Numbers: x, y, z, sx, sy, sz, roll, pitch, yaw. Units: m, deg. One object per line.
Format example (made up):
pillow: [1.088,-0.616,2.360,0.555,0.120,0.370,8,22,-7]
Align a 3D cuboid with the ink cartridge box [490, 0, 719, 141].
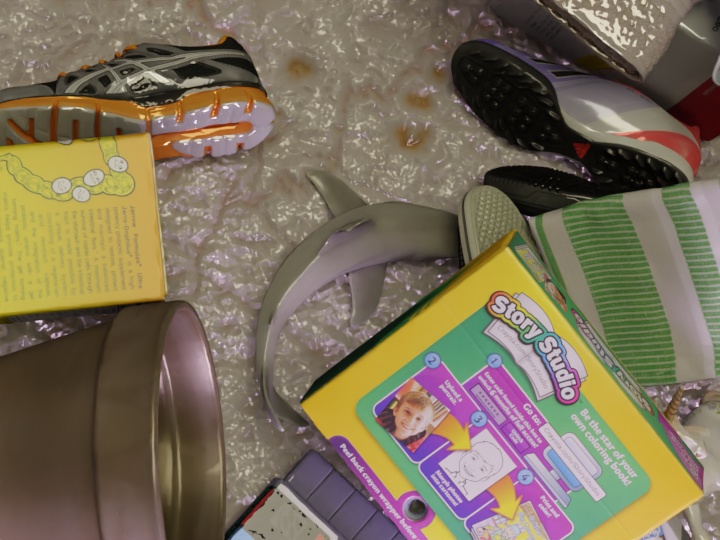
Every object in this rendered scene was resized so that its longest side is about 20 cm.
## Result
ink cartridge box: [0.224,-0.219,1.299,0.200,0.145,0.145,30,75,-5]

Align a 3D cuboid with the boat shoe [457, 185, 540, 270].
boat shoe: [0.095,0.041,1.251,0.075,0.062,0.200,-11,88,-46]

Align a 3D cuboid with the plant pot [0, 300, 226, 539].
plant pot: [-0.188,0.122,1.121,0.173,0.200,0.200,-3,79,6]

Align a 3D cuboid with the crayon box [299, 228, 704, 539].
crayon box: [0.091,0.105,1.142,0.173,0.058,0.200,-38,94,15]

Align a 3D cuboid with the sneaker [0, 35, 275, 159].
sneaker: [-0.163,-0.117,1.233,0.200,0.078,0.077,-5,59,-13]

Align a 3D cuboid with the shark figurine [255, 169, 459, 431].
shark figurine: [-0.021,0.003,1.229,0.128,0.090,0.214,45,71,0]

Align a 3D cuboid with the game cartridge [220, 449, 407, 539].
game cartridge: [-0.055,0.233,1.201,0.130,0.038,0.200,44,73,-6]

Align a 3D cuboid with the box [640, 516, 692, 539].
box: [0.130,0.182,1.202,0.156,0.041,0.200,-33,95,13]

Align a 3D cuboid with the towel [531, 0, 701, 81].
towel: [0.150,-0.237,1.195,0.200,0.034,0.133,39,78,-2]

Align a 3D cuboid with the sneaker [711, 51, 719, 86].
sneaker: [0.252,-0.189,1.165,0.200,0.070,0.109,39,75,-28]

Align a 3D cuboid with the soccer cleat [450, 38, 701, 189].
soccer cleat: [0.160,-0.119,1.313,0.200,0.068,0.073,29,50,-2]

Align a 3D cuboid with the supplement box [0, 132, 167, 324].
supplement box: [-0.230,-0.021,1.157,0.200,0.109,0.110,-6,87,-8]

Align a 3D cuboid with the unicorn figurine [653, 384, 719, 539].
unicorn figurine: [0.243,0.134,1.232,0.074,0.200,0.137,-40,88,15]

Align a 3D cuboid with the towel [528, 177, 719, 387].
towel: [0.222,0.013,1.211,0.023,0.200,0.153,-43,117,-46]

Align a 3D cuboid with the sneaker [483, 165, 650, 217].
sneaker: [0.180,-0.008,1.282,0.200,0.060,0.104,11,110,16]
